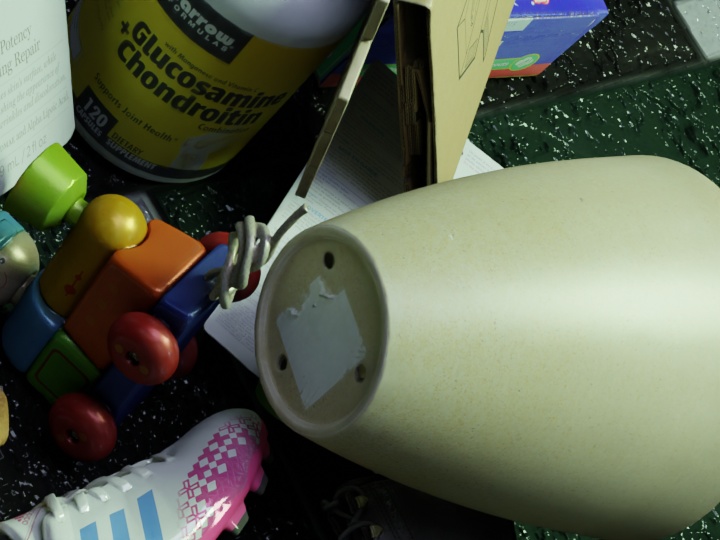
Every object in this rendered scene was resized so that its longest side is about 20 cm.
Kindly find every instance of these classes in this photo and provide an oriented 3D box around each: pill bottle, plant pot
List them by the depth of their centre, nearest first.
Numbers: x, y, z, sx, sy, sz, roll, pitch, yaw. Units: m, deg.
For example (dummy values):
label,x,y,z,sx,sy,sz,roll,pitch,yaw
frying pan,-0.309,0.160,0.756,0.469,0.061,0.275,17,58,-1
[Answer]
label,x,y,z,sx,sy,sz,roll,pitch,yaw
plant pot,0.057,0.033,1.073,0.199,0.187,0.188,4,59,-41
pill bottle,-0.062,-0.136,1.134,0.112,0.200,0.113,18,52,-25

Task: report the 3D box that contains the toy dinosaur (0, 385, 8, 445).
label,x,y,z,sx,sy,sz,roll,pitch,yaw
toy dinosaur,-0.196,0.085,0.979,0.106,0.061,0.200,8,28,-37

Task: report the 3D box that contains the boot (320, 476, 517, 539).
label,x,y,z,sx,sy,sz,roll,pitch,yaw
boot,0.024,0.178,1.093,0.199,0.069,0.175,-6,60,-42

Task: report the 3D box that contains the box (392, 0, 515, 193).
label,x,y,z,sx,sy,sz,roll,pitch,yaw
box,0.055,-0.152,1.174,0.021,0.164,0.201,12,56,12

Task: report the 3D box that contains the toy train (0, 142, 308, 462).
label,x,y,z,sx,sy,sz,roll,pitch,yaw
toy train,-0.106,-0.013,1.024,0.116,0.200,0.085,42,46,1

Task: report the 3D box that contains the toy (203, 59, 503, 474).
label,x,y,z,sx,sy,sz,roll,pitch,yaw
toy,0.000,0.000,1.197,0.115,0.047,0.200,40,51,-12

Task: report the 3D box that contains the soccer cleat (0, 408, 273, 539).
label,x,y,z,sx,sy,sz,roll,pitch,yaw
soccer cleat,-0.108,0.115,1.024,0.086,0.070,0.200,40,46,-7

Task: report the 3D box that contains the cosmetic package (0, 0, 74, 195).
label,x,y,z,sx,sy,sz,roll,pitch,yaw
cosmetic package,-0.185,-0.139,1.041,0.074,0.201,0.102,9,29,18

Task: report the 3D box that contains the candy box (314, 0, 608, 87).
label,x,y,z,sx,sy,sz,roll,pitch,yaw
candy box,0.026,-0.208,1.332,0.168,0.077,0.201,-5,64,-39

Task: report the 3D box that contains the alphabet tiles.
label,x,y,z,sx,sy,sz,roll,pitch,yaw
alphabet tiles,0.012,-0.138,1.133,0.008,0.167,0.201,22,62,-3
